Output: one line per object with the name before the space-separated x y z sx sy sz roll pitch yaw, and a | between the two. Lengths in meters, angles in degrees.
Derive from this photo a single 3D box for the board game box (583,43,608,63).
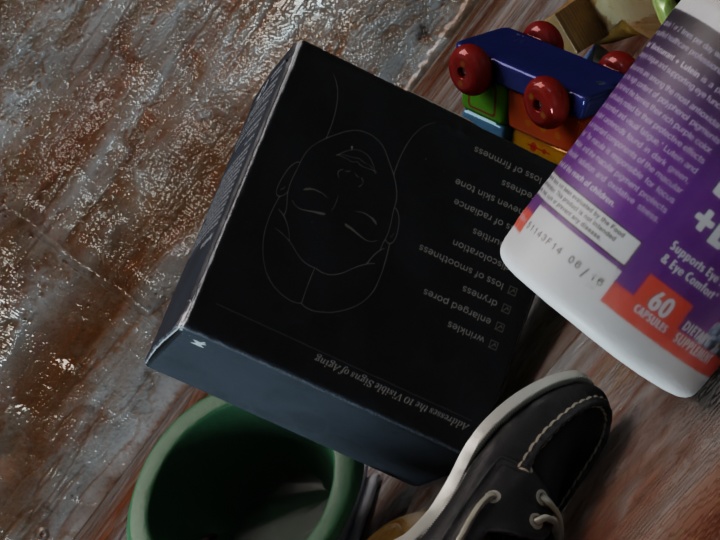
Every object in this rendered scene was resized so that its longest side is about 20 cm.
board game box | 0.123 -0.056 1.439 0.200 0.043 0.199 -51 6 24

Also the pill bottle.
pill bottle | 0.161 -0.054 0.847 0.201 0.111 0.111 -54 6 8

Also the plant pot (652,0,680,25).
plant pot | 0.215 -0.198 0.971 0.201 0.199 0.185 -48 20 41

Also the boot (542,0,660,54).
boot | 0.230 -0.218 1.418 0.144 0.071 0.201 -36 12 -36

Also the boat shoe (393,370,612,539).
boat shoe | 0.058 0.127 0.888 0.200 0.074 0.060 -40 42 -25

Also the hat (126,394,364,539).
hat | -0.048 0.183 1.319 0.177 0.164 0.201 63 -143 -47

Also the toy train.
toy train | 0.143 -0.078 1.245 0.084 0.199 0.117 -21 -55 -35

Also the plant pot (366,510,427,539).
plant pot | -0.011 0.215 1.096 0.201 0.027 0.200 -55 6 9

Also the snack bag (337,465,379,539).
snack bag | -0.060 0.243 1.325 0.200 0.021 0.189 -52 6 19

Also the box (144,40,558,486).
box | 0.000 0.000 1.197 0.198 0.199 0.124 -68 10 -20
